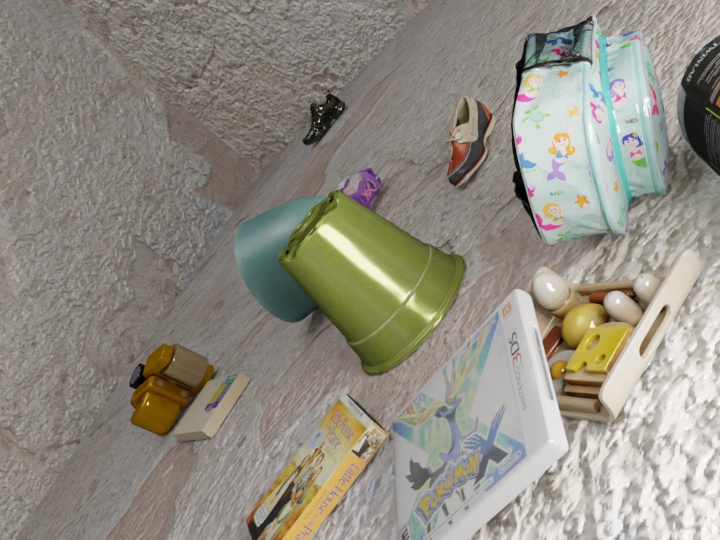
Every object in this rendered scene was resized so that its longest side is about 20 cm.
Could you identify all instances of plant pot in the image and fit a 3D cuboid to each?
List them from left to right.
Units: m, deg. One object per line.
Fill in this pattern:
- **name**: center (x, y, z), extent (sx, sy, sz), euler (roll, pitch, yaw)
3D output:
- **plant pot**: center (-0.092, -0.034, 1.531), extent (0.161, 0.201, 0.201), euler (-29, 23, 26)
- **plant pot**: center (0.000, 0.000, 1.159), extent (0.200, 0.190, 0.200), euler (-47, 14, 16)

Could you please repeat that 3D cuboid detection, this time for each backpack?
- **backpack**: center (0.216, -0.126, 0.851), extent (0.150, 0.178, 0.200), euler (-4, 40, 27)

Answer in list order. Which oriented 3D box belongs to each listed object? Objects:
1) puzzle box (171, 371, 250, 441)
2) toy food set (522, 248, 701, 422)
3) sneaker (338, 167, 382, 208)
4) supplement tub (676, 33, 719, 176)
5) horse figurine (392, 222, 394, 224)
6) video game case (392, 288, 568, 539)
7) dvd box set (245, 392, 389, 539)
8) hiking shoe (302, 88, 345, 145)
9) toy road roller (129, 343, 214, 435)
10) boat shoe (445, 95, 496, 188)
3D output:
- **puzzle box**: center (-0.288, 0.263, 1.691), extent (0.133, 0.025, 0.200), euler (-57, 16, -25)
- **toy food set**: center (0.181, 0.049, 0.755), extent (0.144, 0.060, 0.200), euler (-55, 15, -17)
- **sneaker**: center (0.002, -0.153, 1.762), extent (0.088, 0.081, 0.200), euler (-38, 17, 16)
- **supplement tub**: center (0.309, -0.100, 0.622), extent (0.123, 0.122, 0.200), euler (-45, 16, 20)
- **horse figurine**: center (0.016, -0.001, 1.365), extent (0.133, 0.050, 0.200), euler (-63, 18, 21)
- **video game case**: center (0.092, 0.139, 0.764), extent (0.200, 0.022, 0.183), euler (-52, 22, 31)
- **dvd box set**: center (-0.054, 0.244, 1.035), extent (0.200, 0.029, 0.146), euler (-52, 15, -4)
- **hiking shoe**: center (-0.146, -0.524, 3.049), extent (0.200, 0.101, 0.076), euler (-50, 14, 0)
- **toy road roller**: center (-0.418, 0.263, 1.909), extent (0.200, 0.123, 0.146), euler (-39, 33, 39)
- **boat shoe**: center (0.168, -0.209, 1.425), extent (0.071, 0.063, 0.200), euler (-34, 23, 42)
